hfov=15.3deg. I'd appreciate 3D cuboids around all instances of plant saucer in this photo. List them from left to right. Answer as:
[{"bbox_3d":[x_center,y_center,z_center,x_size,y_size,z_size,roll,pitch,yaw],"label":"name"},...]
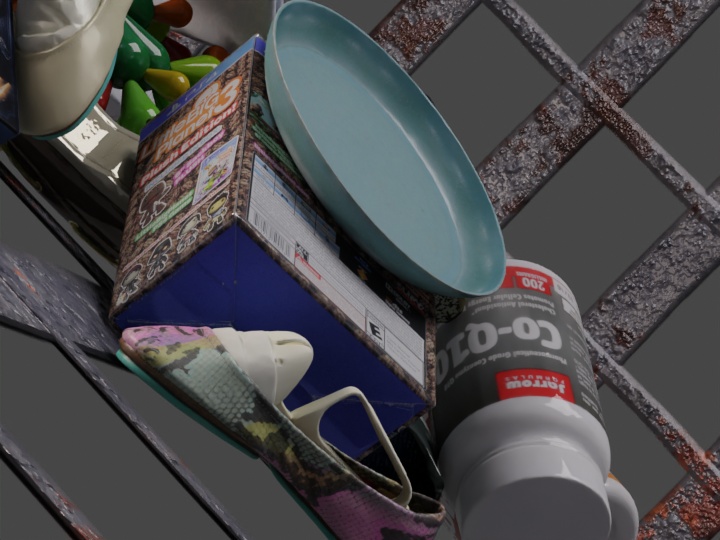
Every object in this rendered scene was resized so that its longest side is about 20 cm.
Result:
[{"bbox_3d":[0.009,-0.064,1.509,0.200,0.027,0.201,44,25,-26],"label":"plant saucer"}]

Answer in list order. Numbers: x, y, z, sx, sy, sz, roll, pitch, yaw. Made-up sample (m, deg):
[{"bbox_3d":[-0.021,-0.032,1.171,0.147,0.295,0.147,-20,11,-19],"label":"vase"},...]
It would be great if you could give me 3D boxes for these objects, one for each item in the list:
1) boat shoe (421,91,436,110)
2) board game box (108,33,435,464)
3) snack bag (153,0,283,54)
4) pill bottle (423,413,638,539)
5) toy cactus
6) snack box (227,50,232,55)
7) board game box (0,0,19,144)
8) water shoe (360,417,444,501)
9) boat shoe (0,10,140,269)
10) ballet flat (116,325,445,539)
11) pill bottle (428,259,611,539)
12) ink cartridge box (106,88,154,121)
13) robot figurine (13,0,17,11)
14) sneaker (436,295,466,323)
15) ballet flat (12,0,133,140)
[{"bbox_3d":[0.009,-0.081,1.794,0.070,0.066,0.200,65,20,-5],"label":"boat shoe"},{"bbox_3d":[-0.044,-0.005,1.482,0.159,0.097,0.200,44,24,-23],"label":"board game box"},{"bbox_3d":[-0.121,-0.243,1.747,0.199,0.190,0.021,24,31,37],"label":"snack bag"},{"bbox_3d":[0.098,0.140,1.866,0.112,0.112,0.200,41,4,-43],"label":"pill bottle"},{"bbox_3d":[-0.154,-0.145,1.669,0.166,0.102,0.200,60,21,-22],"label":"toy cactus"},{"bbox_3d":[-0.050,-0.026,1.782,0.169,0.067,0.201,41,35,-49],"label":"snack box"},{"bbox_3d":[-0.259,-0.167,1.436,0.200,0.034,0.136,41,31,-46],"label":"board game box"},{"bbox_3d":[-0.014,0.073,1.652,0.200,0.071,0.079,43,6,-28],"label":"water shoe"},{"bbox_3d":[-0.183,-0.081,1.569,0.200,0.060,0.072,43,36,2],"label":"boat shoe"},{"bbox_3d":[-0.033,0.078,1.357,0.200,0.071,0.069,43,4,-19],"label":"ballet flat"},{"bbox_3d":[0.101,0.097,1.738,0.114,0.114,0.201,42,24,-34],"label":"pill bottle"},{"bbox_3d":[-0.221,-0.167,1.930,0.200,0.051,0.109,43,-21,-29],"label":"ink cartridge box"},{"bbox_3d":[-0.241,-0.196,1.759,0.143,0.117,0.200,20,5,-4],"label":"robot figurine"},{"bbox_3d":[0.000,0.000,1.673,0.200,0.077,0.089,32,28,-41],"label":"sneaker"},{"bbox_3d":[-0.166,-0.157,1.541,0.069,0.069,0.201,43,38,-22],"label":"ballet flat"}]
